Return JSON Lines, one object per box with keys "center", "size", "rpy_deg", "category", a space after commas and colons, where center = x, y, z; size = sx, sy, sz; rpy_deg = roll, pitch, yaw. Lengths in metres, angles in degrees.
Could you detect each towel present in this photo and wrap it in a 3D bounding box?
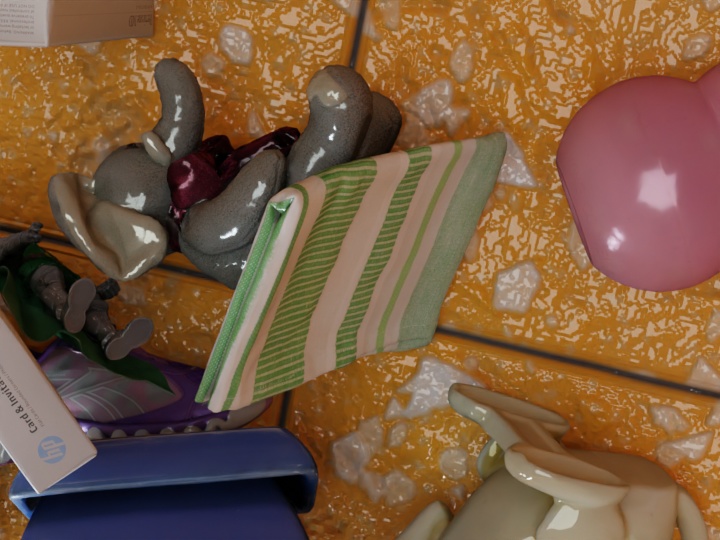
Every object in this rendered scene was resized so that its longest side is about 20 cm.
{"center": [0.000, 0.000, 1.009], "size": [0.023, 0.200, 0.153], "rpy_deg": [37, 120, 28], "category": "towel"}

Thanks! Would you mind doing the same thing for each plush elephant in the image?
{"center": [-0.085, -0.049, 1.038], "size": [0.155, 0.165, 0.200], "rpy_deg": [26, 100, 8], "category": "plush elephant"}

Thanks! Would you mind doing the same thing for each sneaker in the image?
{"center": [-0.155, 0.070, 1.119], "size": [0.200, 0.080, 0.089], "rpy_deg": [-6, 91, 12], "category": "sneaker"}

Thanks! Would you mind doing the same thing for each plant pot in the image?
{"center": [-0.108, 0.193, 1.044], "size": [0.200, 0.200, 0.180], "rpy_deg": [-4, 75, -3], "category": "plant pot"}

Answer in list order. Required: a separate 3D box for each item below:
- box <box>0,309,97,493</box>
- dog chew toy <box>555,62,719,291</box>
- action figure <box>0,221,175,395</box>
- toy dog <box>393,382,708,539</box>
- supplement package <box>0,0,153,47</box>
{"center": [-0.213, 0.032, 0.976], "size": [0.041, 0.200, 0.156], "rpy_deg": [-35, 103, -11], "category": "box"}
{"center": [0.216, -0.066, 1.012], "size": [0.200, 0.125, 0.125], "rpy_deg": [-19, 96, 4], "category": "dog chew toy"}
{"center": [-0.184, 0.010, 1.062], "size": [0.118, 0.200, 0.055], "rpy_deg": [39, 84, -28], "category": "action figure"}
{"center": [0.096, 0.192, 1.079], "size": [0.194, 0.140, 0.200], "rpy_deg": [17, 103, -31], "category": "toy dog"}
{"center": [-0.217, -0.189, 1.019], "size": [0.156, 0.200, 0.111], "rpy_deg": [5, 100, 9], "category": "supplement package"}
